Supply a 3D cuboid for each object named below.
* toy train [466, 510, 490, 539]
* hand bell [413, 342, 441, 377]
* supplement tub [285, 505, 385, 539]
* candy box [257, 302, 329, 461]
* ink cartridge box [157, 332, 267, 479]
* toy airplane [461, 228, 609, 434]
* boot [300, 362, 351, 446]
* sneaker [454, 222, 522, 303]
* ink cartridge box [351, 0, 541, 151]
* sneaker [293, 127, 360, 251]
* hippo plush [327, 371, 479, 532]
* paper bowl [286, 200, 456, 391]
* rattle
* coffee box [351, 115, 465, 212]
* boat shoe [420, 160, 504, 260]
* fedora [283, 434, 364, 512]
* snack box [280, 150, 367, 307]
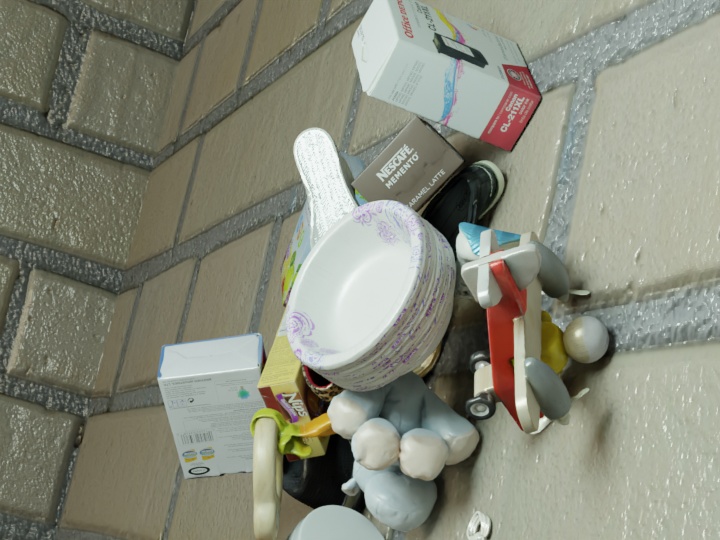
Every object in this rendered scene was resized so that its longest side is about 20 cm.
[{"bbox_3d":[0.074,0.349,1.394,0.202,0.055,0.151,-61,24,29],"label":"toy train"},{"bbox_3d":[0.040,0.063,1.698,0.200,0.103,0.105,-106,38,-75],"label":"hand bell"},{"bbox_3d":[-0.060,0.389,1.599,0.201,0.130,0.133,-54,27,40],"label":"supplement tub"},{"bbox_3d":[-0.070,0.134,1.703,0.056,0.118,0.201,-11,28,18],"label":"candy box"},{"bbox_3d":[-0.174,0.189,1.712,0.077,0.134,0.203,-89,-9,-58],"label":"ink cartridge box"},{"bbox_3d":[0.168,0.054,1.275,0.199,0.139,0.204,33,-122,-79],"label":"toy airplane"},{"bbox_3d":[-0.018,0.114,1.670,0.072,0.151,0.202,-16,49,18],"label":"boot"},{"bbox_3d":[0.137,-0.005,1.438,0.200,0.075,0.082,27,-103,-81],"label":"sneaker"},{"bbox_3d":[0.101,-0.243,1.595,0.083,0.197,0.147,-59,25,29],"label":"ink cartridge box"},{"bbox_3d":[-0.024,-0.062,1.590,0.116,0.072,0.203,38,-140,-77],"label":"sneaker"},{"bbox_3d":[0.022,0.203,1.497,0.201,0.157,0.163,53,136,43],"label":"hippo plush"},{"bbox_3d":[0.021,0.035,1.438,0.199,0.104,0.203,-29,43,30],"label":"paper bowl"},{"bbox_3d":[-0.069,0.266,1.557,0.130,0.140,0.203,124,147,-62],"label":"rattle"},{"bbox_3d":[0.062,-0.120,1.617,0.114,0.080,0.200,-46,0,6],"label":"coffee box"},{"bbox_3d":[0.098,-0.046,1.606,0.075,0.066,0.200,50,125,16],"label":"boat shoe"},{"bbox_3d":[-0.054,0.245,1.746,0.201,0.090,0.203,-51,30,44],"label":"fedora"},{"bbox_3d":[-0.052,-0.057,1.896,0.169,0.067,0.202,-105,37,-71],"label":"snack box"}]
